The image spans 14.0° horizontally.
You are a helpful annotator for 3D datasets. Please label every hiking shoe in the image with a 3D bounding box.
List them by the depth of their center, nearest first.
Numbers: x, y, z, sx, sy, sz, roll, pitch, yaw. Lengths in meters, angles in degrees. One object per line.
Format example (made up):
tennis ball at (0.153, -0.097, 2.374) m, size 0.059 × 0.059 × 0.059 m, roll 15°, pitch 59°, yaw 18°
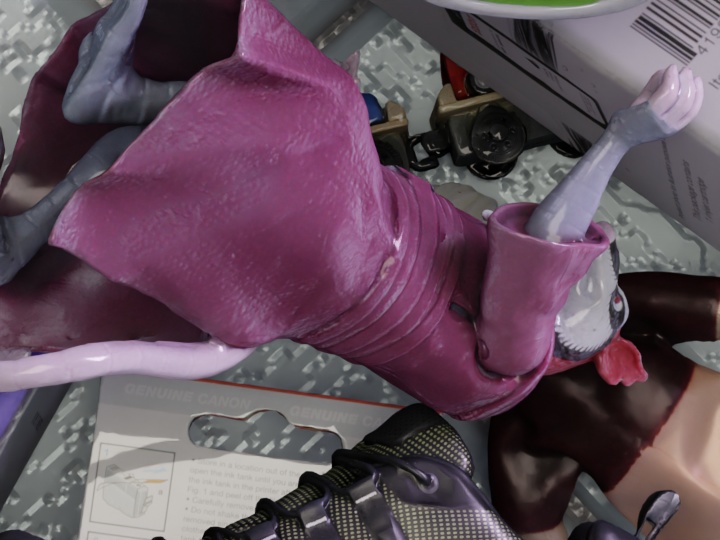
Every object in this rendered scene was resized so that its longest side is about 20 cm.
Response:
hiking shoe at (-0.010, 0.086, 0.831) m, size 0.200 × 0.076 × 0.101 m, roll 12°, pitch 73°, yaw -12°

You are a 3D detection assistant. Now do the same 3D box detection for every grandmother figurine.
grandmother figurine at (0.086, 0.049, 0.886) m, size 0.200 × 0.061 × 0.121 m, roll 39°, pitch 101°, yaw 2°

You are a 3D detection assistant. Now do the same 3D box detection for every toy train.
toy train at (0.046, -0.055, 0.909) m, size 0.200 × 0.034 × 0.046 m, roll -15°, pitch 81°, yaw -5°

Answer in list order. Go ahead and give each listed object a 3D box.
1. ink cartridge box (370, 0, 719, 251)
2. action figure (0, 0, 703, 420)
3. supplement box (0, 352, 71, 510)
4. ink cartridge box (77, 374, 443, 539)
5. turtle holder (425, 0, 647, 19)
ink cartridge box at (0.101, -0.105, 0.856) m, size 0.200 × 0.084 × 0.146 m, roll 38°, pitch 79°, yaw 25°
action figure at (0.000, 0.000, 0.783) m, size 0.200 × 0.134 × 0.149 m, roll 27°, pitch 73°, yaw -28°
supplement box at (-0.181, -0.006, 0.860) m, size 0.200 × 0.101 × 0.103 m, roll 29°, pitch 83°, yaw 0°
ink cartridge box at (-0.041, 0.136, 0.876) m, size 0.109 × 0.050 × 0.200 m, roll 8°, pitch 81°, yaw -2°
turtle holder at (0.057, -0.133, 0.768) m, size 0.185 × 0.141 × 0.132 m, roll 18°, pitch 55°, yaw -40°
